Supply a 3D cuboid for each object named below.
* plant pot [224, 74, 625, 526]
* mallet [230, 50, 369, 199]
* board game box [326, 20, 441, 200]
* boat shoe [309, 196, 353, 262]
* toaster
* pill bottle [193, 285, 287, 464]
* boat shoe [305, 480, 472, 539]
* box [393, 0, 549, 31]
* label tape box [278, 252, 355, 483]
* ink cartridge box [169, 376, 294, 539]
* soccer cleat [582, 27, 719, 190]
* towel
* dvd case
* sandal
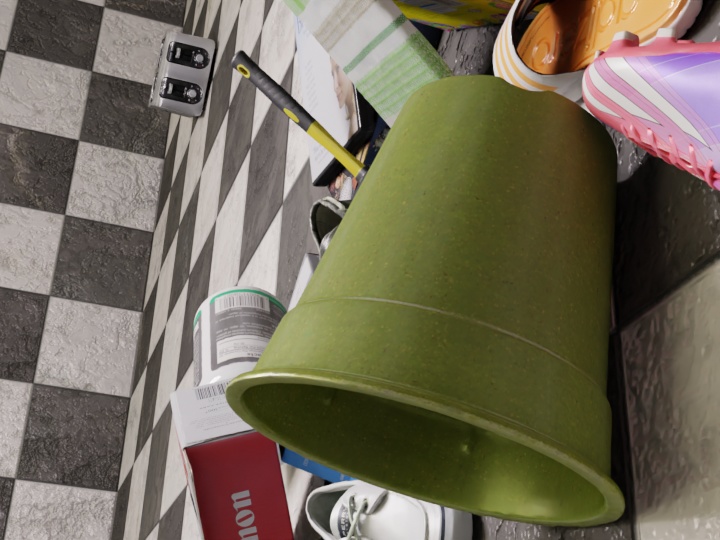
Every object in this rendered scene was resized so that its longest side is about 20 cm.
[{"bbox_3d":[0.056,0.009,0.550,0.200,0.200,0.190,-38,31,65],"label":"plant pot"},{"bbox_3d":[-0.041,-0.116,0.938,0.041,0.200,0.066,-42,-15,-39],"label":"mallet"},{"bbox_3d":[0.016,-0.156,1.000,0.136,0.035,0.200,-114,39,-63],"label":"board game box"},{"bbox_3d":[0.000,0.000,0.774,0.200,0.063,0.071,-117,42,-64],"label":"boat shoe"},{"bbox_3d":[-0.414,-0.455,2.466,0.200,0.118,0.181,-155,77,-73],"label":"toaster"},{"bbox_3d":[-0.125,0.118,1.152,0.200,0.113,0.113,-101,28,-53],"label":"pill bottle"},{"bbox_3d":[0.011,0.182,0.740,0.200,0.067,0.074,147,132,-67],"label":"boat shoe"},{"bbox_3d":[0.068,-0.286,0.764,0.200,0.122,0.193,-149,72,-72],"label":"box"},{"bbox_3d":[-0.027,0.094,0.930,0.200,0.063,0.145,-110,34,-60],"label":"label tape box"},{"bbox_3d":[-0.107,0.222,0.957,0.176,0.084,0.201,-133,32,-69],"label":"ink cartridge box"},{"bbox_3d":[0.151,-0.064,0.453,0.200,0.067,0.077,-163,80,-71],"label":"soccer cleat"},{"bbox_3d":[0.017,-0.160,0.752,0.031,0.200,0.149,-43,10,-12],"label":"towel"},{"bbox_3d":[-0.029,-0.197,1.009,0.143,0.017,0.201,140,126,-64],"label":"dvd case"},{"bbox_3d":[0.119,-0.147,0.611,0.207,0.059,0.079,157,122,-70],"label":"sandal"}]
